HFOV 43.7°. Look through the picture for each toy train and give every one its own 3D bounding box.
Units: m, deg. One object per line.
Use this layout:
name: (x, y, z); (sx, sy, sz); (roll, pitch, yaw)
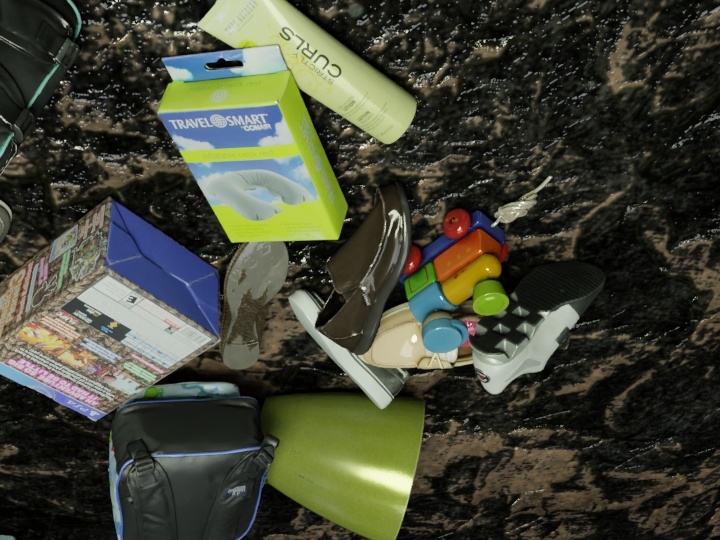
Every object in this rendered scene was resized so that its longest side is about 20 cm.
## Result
toy train: (0.131, -0.006, 0.942); (0.199, 0.117, 0.084); (-36, 132, 27)

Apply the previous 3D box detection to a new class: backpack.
backpack: (-0.329, -0.162, 0.651); (0.199, 0.178, 0.153); (34, 155, -24)
backpack: (-0.201, 0.232, 1.048); (0.180, 0.148, 0.202); (-2, 129, -19)

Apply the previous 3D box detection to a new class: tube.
tube: (-0.040, -0.179, 0.778); (0.199, 0.052, 0.058); (30, 97, -29)

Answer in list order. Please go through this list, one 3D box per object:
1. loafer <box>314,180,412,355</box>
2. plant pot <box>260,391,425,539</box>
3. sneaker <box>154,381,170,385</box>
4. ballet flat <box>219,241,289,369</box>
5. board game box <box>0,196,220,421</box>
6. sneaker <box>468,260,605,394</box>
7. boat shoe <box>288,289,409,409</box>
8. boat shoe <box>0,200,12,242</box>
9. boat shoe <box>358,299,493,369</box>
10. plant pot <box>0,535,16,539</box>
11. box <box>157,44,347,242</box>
loafer: (0.000, 0.000, 0.935); (0.070, 0.073, 0.202); (11, 116, -14)
plant pot: (-0.036, 0.230, 1.142); (0.197, 0.189, 0.188); (15, 135, -1)
sneaker: (-0.268, 0.216, 1.147); (0.074, 0.071, 0.201); (4, 137, -15)
ballet flat: (-0.123, 0.029, 0.995); (0.066, 0.047, 0.202); (2, 132, -17)
board game box: (-0.271, 0.047, 0.943); (0.199, 0.098, 0.159); (-31, 133, 23)
sneaker: (0.198, 0.063, 1.012); (0.199, 0.074, 0.089); (-33, 134, -24)
boat shoe: (-0.011, 0.080, 1.056); (0.064, 0.071, 0.200); (-45, 126, -8)
boat shoe: (-0.427, -0.007, 0.887); (0.198, 0.058, 0.067); (-23, 136, 15)
boat shoe: (0.095, 0.077, 1.029); (0.197, 0.069, 0.075); (-10, 115, -21)
plant pot: (-0.617, 0.533, 1.334); (0.193, 0.202, 0.197); (1, 137, -12)
box: (-0.097, -0.107, 0.823); (0.120, 0.048, 0.201); (-1, 142, 20)
